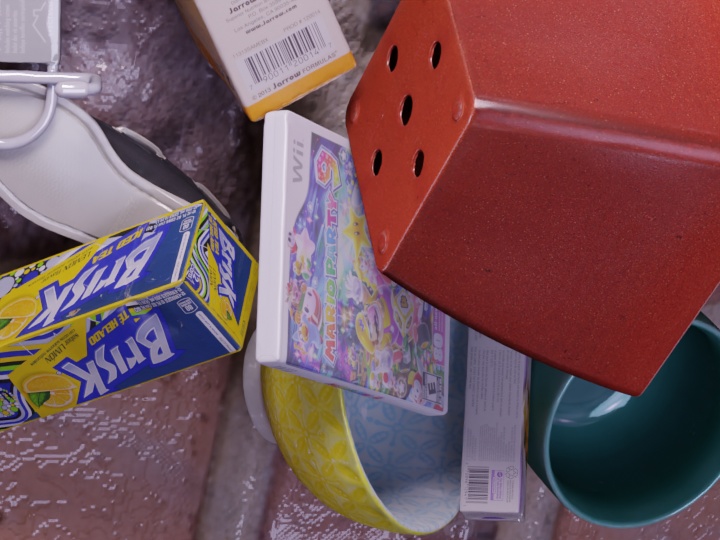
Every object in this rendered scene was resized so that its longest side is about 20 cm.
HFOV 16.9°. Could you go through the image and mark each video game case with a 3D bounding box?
[{"bbox_3d":[0.000,0.000,1.423,0.200,0.018,0.145,21,68,-58],"label":"video game case"}]

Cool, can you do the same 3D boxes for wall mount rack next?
[{"bbox_3d":[-0.229,-0.162,1.345,0.172,0.075,0.202,1,102,-4],"label":"wall mount rack"}]

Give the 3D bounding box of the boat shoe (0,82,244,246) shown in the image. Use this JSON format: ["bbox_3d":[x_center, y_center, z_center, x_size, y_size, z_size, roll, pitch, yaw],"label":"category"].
[{"bbox_3d":[-0.153,-0.055,1.447,0.199,0.060,0.074,31,105,-16],"label":"boat shoe"}]

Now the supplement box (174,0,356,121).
[{"bbox_3d":[-0.086,-0.201,1.366,0.073,0.126,0.201,-28,121,-5],"label":"supplement box"}]

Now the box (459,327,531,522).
[{"bbox_3d":[0.089,0.059,1.542,0.041,0.039,0.202,0,76,10],"label":"box"}]

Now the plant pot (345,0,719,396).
[{"bbox_3d":[0.102,-0.076,1.366,0.175,0.201,0.200,10,134,-22],"label":"plant pot"}]

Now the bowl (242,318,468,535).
[{"bbox_3d":[-0.009,0.066,1.523,0.107,0.201,0.201,-4,126,29],"label":"bowl"}]

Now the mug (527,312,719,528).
[{"bbox_3d":[0.174,0.063,1.605,0.151,0.114,0.186,21,104,-28],"label":"mug"}]

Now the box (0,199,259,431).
[{"bbox_3d":[-0.159,0.030,1.422,0.199,0.070,0.064,-20,129,29],"label":"box"}]
